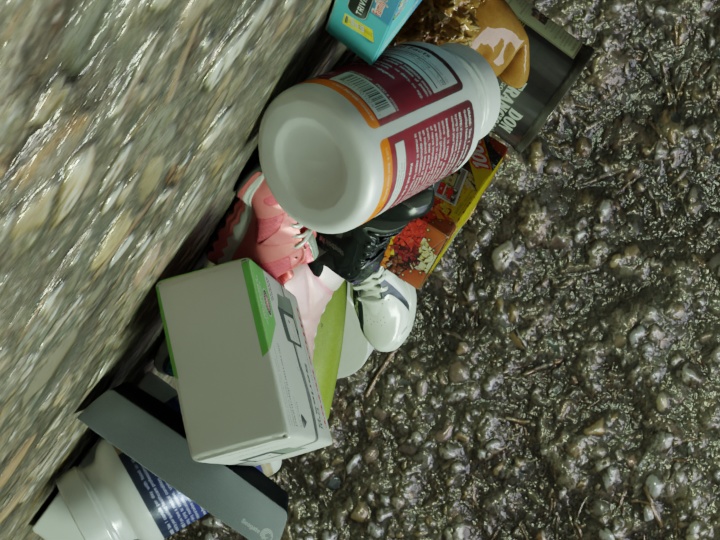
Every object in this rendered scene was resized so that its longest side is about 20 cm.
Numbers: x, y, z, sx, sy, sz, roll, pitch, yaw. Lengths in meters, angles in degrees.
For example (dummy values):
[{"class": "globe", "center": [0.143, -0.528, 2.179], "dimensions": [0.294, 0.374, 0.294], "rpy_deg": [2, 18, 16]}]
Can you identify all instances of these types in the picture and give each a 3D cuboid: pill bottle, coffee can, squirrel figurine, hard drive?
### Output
[{"class": "pill bottle", "center": [0.023, -0.112, 0.987], "dimensions": [0.199, 0.113, 0.113], "rpy_deg": [-30, 162, -46]}, {"class": "coffee can", "center": [0.149, -0.254, 1.477], "dimensions": [0.147, 0.199, 0.146], "rpy_deg": [-54, 179, -1]}, {"class": "squirrel figurine", "center": [0.050, -0.202, 1.155], "dimensions": [0.186, 0.141, 0.201], "rpy_deg": [-42, 159, -20]}, {"class": "pill bottle", "center": [-0.186, 0.192, 1.233], "dimensions": [0.199, 0.116, 0.116], "rpy_deg": [-30, 174, -14]}, {"class": "hard drive", "center": [-0.146, 0.167, 1.108], "dimensions": [0.043, 0.199, 0.135], "rpy_deg": [-55, -179, -2]}]

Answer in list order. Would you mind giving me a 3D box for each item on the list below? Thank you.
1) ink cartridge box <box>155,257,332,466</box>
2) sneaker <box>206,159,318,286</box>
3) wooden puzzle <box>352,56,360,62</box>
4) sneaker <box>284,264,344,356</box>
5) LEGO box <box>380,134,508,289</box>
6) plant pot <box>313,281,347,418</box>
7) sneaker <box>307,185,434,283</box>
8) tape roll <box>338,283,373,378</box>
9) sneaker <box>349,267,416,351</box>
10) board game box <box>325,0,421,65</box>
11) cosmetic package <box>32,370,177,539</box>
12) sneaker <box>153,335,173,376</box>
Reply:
[{"class": "ink cartridge box", "center": [-0.093, 0.084, 1.071], "dimensions": [0.083, 0.147, 0.200], "rpy_deg": [-15, 169, 5]}, {"class": "sneaker", "center": [-0.064, -0.050, 1.101], "dimensions": [0.074, 0.086, 0.200], "rpy_deg": [-55, 180, -36]}, {"class": "wooden puzzle", "center": [-0.057, -0.110, 1.257], "dimensions": [0.185, 0.037, 0.201], "rpy_deg": [-54, 175, -37]}, {"class": "sneaker", "center": [-0.056, 0.031, 1.272], "dimensions": [0.104, 0.075, 0.201], "rpy_deg": [-38, 151, -18]}, {"class": "LEGO box", "center": [0.046, -0.094, 1.294], "dimensions": [0.077, 0.148, 0.200], "rpy_deg": [-61, 175, 38]}, {"class": "plant pot", "center": [-0.091, 0.042, 1.429], "dimensions": [0.187, 0.185, 0.202], "rpy_deg": [-53, 163, -83]}, {"class": "sneaker", "center": [0.009, -0.035, 1.112], "dimensions": [0.075, 0.088, 0.199], "rpy_deg": [-19, -171, -29]}, {"class": "tape roll", "center": [-0.063, 0.047, 1.698], "dimensions": [0.071, 0.202, 0.203], "rpy_deg": [-53, 179, -42]}, {"class": "sneaker", "center": [0.000, 0.000, 1.350], "dimensions": [0.129, 0.079, 0.201], "rpy_deg": [-25, 120, -59]}, {"class": "board game box", "center": [0.049, -0.246, 0.864], "dimensions": [0.152, 0.047, 0.200], "rpy_deg": [-54, 179, -17]}, {"class": "cosmetic package", "center": [-0.251, 0.211, 1.334], "dimensions": [0.201, 0.081, 0.113], "rpy_deg": [-56, -178, -11]}, {"class": "sneaker", "center": [-0.155, 0.073, 1.271], "dimensions": [0.078, 0.079, 0.200], "rpy_deg": [-55, -179, -24]}]
